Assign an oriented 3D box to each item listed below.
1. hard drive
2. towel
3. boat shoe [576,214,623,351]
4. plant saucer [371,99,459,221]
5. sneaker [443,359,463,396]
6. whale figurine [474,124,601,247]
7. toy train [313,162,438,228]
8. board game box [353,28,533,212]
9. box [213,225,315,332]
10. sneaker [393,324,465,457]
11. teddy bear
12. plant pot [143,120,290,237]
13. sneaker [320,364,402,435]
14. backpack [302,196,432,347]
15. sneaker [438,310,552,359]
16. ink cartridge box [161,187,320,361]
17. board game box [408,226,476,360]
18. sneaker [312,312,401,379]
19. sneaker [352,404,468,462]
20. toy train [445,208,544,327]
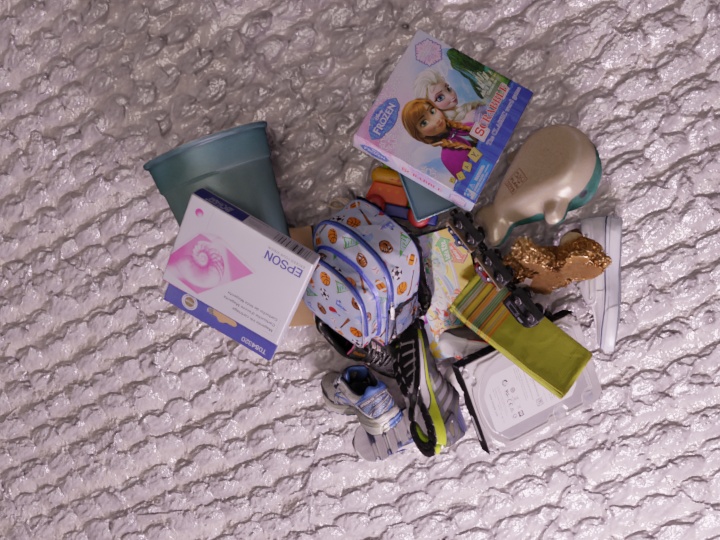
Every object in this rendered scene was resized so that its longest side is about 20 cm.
[{"bbox_3d":[0.244,0.160,0.975,0.197,0.038,0.142,-23,98,-13],"label":"hard drive"},{"bbox_3d":[0.226,0.085,0.947,0.199,0.018,0.086,39,72,12],"label":"towel"},{"bbox_3d":[0.360,0.019,1.019,0.066,0.073,0.204,3,92,25],"label":"boat shoe"},{"bbox_3d":[0.081,-0.173,1.001,0.069,0.019,0.203,-20,78,1],"label":"plant saucer"},{"bbox_3d":[0.226,0.176,1.050,0.196,0.100,0.079,-5,110,13],"label":"sneaker"},{"bbox_3d":[0.262,-0.114,0.984,0.103,0.160,0.200,28,116,-38],"label":"whale figurine"},{"bbox_3d":[0.031,-0.140,1.043,0.196,0.085,0.118,13,93,9],"label":"toy train"},{"bbox_3d":[0.121,-0.221,0.980,0.197,0.041,0.202,29,76,4],"label":"board game box"},{"bbox_3d":[-0.164,0.016,1.139,0.196,0.021,0.167,-6,99,13],"label":"box"},{"bbox_3d":[0.109,0.183,1.055,0.073,0.080,0.204,-24,73,51],"label":"sneaker"},{"bbox_3d":[0.263,-0.009,0.985,0.143,0.068,0.200,21,150,-17],"label":"teddy bear"},{"bbox_3d":[-0.204,-0.099,1.033,0.197,0.200,0.199,-17,98,14],"label":"plant pot"},{"bbox_3d":[-0.007,0.183,1.068,0.076,0.199,0.086,-28,110,-27],"label":"sneaker"},{"bbox_3d":[0.000,0.000,0.991,0.198,0.154,0.193,30,136,24],"label":"backpack"},{"bbox_3d":[0.211,0.092,1.034,0.196,0.077,0.083,3,67,-13],"label":"sneaker"},{"bbox_3d":[-0.180,0.017,0.956,0.194,0.043,0.202,28,115,3],"label":"ink cartridge box"},{"bbox_3d":[0.128,0.038,1.079,0.132,0.034,0.203,-16,98,14],"label":"board game box"},{"bbox_3d":[0.002,0.124,1.085,0.198,0.087,0.081,30,108,-8],"label":"sneaker"},{"bbox_3d":[0.068,0.259,1.113,0.196,0.115,0.082,-12,80,-18],"label":"sneaker"},{"bbox_3d":[0.186,-0.004,0.951,0.034,0.046,0.201,-27,74,-27],"label":"toy train"}]
